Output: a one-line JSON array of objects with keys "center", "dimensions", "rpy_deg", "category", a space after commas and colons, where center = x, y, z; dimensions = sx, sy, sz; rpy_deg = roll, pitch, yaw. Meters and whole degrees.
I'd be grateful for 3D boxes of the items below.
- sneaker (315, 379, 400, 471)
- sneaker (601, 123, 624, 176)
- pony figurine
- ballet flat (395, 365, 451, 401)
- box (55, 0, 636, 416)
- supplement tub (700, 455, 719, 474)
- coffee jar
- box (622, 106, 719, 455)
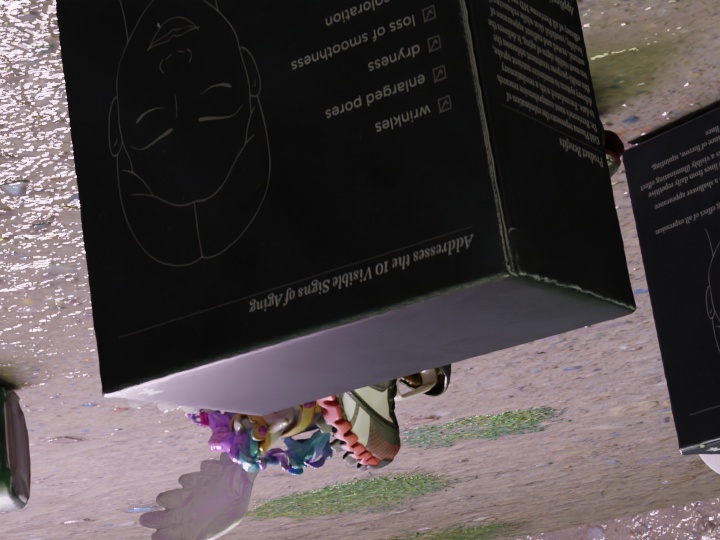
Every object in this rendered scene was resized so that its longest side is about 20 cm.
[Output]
[{"center": [0.001, 0.075, 1.384], "dimensions": [0.098, 0.071, 0.201], "rpy_deg": [-26, 130, 4], "category": "sneaker"}, {"center": [0.076, -0.067, 1.041], "dimensions": [0.199, 0.076, 0.115], "rpy_deg": [-8, 163, -46], "category": "sneaker"}, {"center": [-0.095, 0.124, 1.504], "dimensions": [0.192, 0.167, 0.200], "rpy_deg": [-18, -176, 32], "category": "pony figurine"}, {"center": [0.021, 0.069, 1.477], "dimensions": [0.068, 0.069, 0.200], "rpy_deg": [-18, 162, 31], "category": "ballet flat"}, {"center": [-0.011, -0.058, 0.765], "dimensions": [0.199, 0.198, 0.124], "rpy_deg": [-17, 163, 29], "category": "box"}, {"center": [0.445, 0.153, 1.870], "dimensions": [0.199, 0.141, 0.140], "rpy_deg": [7, 158, -44], "category": "supplement tub"}, {"center": [-0.382, 0.162, 1.523], "dimensions": [0.199, 0.105, 0.085], "rpy_deg": [-9, 159, 1], "category": "coffee jar"}, {"center": [0.264, 0.000, 1.115], "dimensions": [0.107, 0.201, 0.148], "rpy_deg": [6, 160, -41], "category": "box"}]
